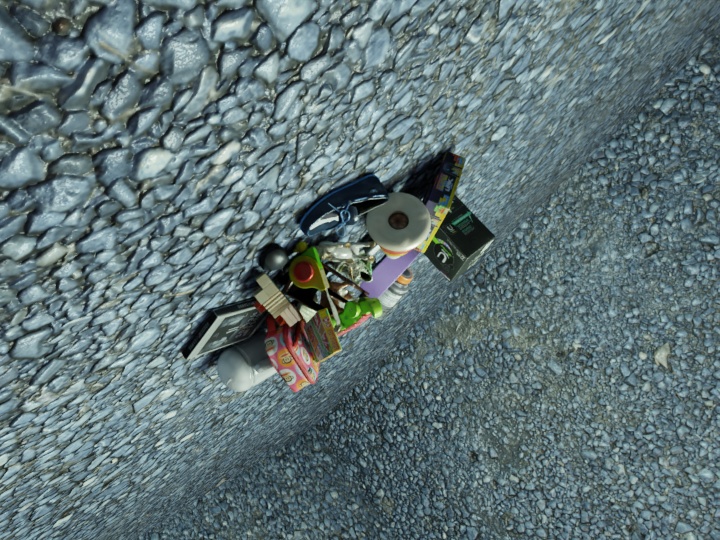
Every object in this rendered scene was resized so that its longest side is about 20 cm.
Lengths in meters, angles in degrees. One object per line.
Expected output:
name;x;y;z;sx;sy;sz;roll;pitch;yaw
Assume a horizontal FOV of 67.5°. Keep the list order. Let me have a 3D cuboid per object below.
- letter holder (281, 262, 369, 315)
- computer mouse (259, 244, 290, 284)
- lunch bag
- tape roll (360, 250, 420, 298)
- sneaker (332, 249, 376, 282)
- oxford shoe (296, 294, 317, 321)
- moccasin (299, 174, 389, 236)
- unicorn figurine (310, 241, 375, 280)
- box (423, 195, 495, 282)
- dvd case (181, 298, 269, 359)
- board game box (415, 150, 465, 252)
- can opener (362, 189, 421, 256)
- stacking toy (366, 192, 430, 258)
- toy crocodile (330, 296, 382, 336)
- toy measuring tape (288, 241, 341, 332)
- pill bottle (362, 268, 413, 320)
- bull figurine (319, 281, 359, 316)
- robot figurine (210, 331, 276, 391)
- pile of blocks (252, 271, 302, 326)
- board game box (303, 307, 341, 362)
letter holder;-0.069;0.052;1.239;0.101;0.142;0.200;-59;166;-1
computer mouse;-0.165;-0.002;1.122;0.059;0.034;0.200;-39;165;-7
lunch bag;-0.170;0.173;1.300;0.081;0.177;0.200;-26;-159;8
tape roll;0.083;-0.002;1.563;0.200;0.066;0.200;-46;178;-2
sneaker;0.000;0.000;1.414;0.077;0.089;0.200;-46;164;21
oxford shoe;-0.164;0.127;1.450;0.075;0.058;0.201;-19;140;-38
moccasin;-0.026;-0.122;1.056;0.199;0.068;0.081;-35;164;-18
unicorn figurine;-0.034;-0.037;1.221;0.199;0.137;0.075;22;76;-42
box;0.250;-0.100;1.522;0.124;0.200;0.149;-34;163;-26
dvd case;-0.283;0.121;1.197;0.150;0.025;0.199;-49;162;28
board game box;0.183;-0.165;1.327;0.200;0.056;0.166;111;2;-59
can opener;0.071;-0.123;1.352;0.200;0.053;0.067;-44;132;12
stacking toy;0.087;-0.078;1.280;0.146;0.146;0.200;-37;161;-13
toy crocodile;-0.027;0.113;1.247;0.200;0.062;0.067;-35;166;35
toy measuring tape;-0.101;0.038;1.115;0.073;0.202;0.074;-19;-179;0
pill bottle;0.091;0.066;1.780;0.106;0.106;0.200;-20;154;-52
bull figurine;-0.063;0.099;1.388;0.120;0.201;0.065;-3;132;6
robot figurine;-0.273;0.226;1.343;0.169;0.114;0.199;-7;-166;46
pile of blocks;-0.195;0.063;1.151;0.062;0.082;0.200;-38;149;-7
board game box;-0.090;0.152;1.221;0.030;0.096;0.200;-18;170;-17
